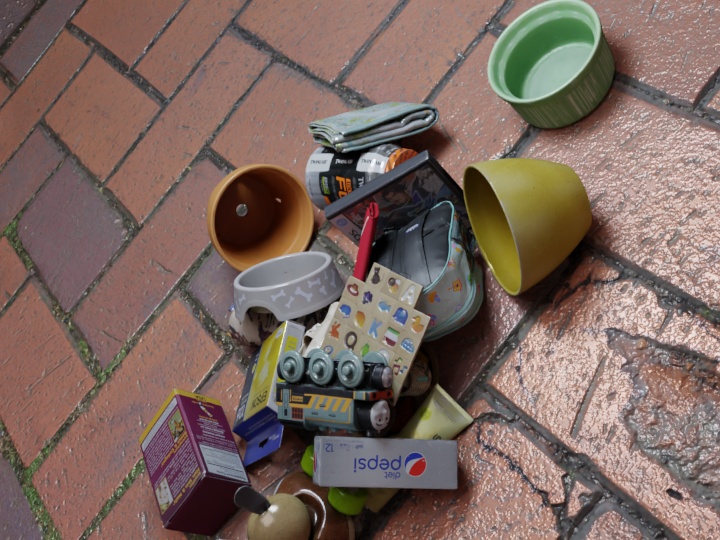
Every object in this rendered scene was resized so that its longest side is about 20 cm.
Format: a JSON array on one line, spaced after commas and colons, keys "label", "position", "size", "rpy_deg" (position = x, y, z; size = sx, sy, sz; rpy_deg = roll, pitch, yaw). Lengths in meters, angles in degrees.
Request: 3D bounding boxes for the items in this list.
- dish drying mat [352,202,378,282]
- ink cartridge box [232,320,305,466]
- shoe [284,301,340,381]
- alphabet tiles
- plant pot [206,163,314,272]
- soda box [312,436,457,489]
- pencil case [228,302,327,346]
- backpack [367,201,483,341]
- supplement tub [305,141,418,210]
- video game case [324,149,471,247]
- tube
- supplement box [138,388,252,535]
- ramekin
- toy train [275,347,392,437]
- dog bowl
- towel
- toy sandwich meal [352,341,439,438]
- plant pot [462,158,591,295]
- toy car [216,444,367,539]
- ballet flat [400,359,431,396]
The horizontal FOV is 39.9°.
[{"label": "dish drying mat", "position": [0.000, 0.000, 1.543], "size": [0.077, 0.018, 0.203], "rpy_deg": [-96, 17, -68]}, {"label": "ink cartridge box", "position": [-0.158, 0.206, 1.626], "size": [0.197, 0.046, 0.203], "rpy_deg": [-40, 32, 59]}, {"label": "shoe", "position": [-0.073, 0.126, 1.542], "size": [0.070, 0.053, 0.202], "rpy_deg": [-52, 13, 57]}, {"label": "alphabet tiles", "position": [0.016, 0.098, 1.430], "size": [0.165, 0.006, 0.203], "rpy_deg": [26, 94, 40]}, {"label": "plant pot", "position": [-0.200, -0.101, 1.838], "size": [0.201, 0.199, 0.140], "rpy_deg": [-56, 27, -5]}, {"label": "soda box", "position": [0.034, 0.267, 1.379], "size": [0.063, 0.196, 0.070], "rpy_deg": [144, 128, -76]}, {"label": "pencil case", "position": [-0.143, 0.091, 1.729], "size": [0.198, 0.077, 0.091], "rpy_deg": [0, 77, 40]}, {"label": "backpack", "position": [0.098, 0.020, 1.512], "size": [0.174, 0.154, 0.201], "rpy_deg": [-25, 25, 23]}, {"label": "supplement tub", "position": [0.009, -0.162, 1.737], "size": [0.198, 0.122, 0.124], "rpy_deg": [4, 65, 41]}, {"label": "video game case", "position": [0.071, -0.090, 1.595], "size": [0.198, 0.180, 0.026], "rpy_deg": [-27, 46, 23]}, {"label": "tube", "position": [0.072, 0.264, 1.456], "size": [0.200, 0.058, 0.052], "rpy_deg": [-47, 24, 2]}, {"label": "supplement box", "position": [-0.279, 0.318, 1.658], "size": [0.131, 0.102, 0.201], "rpy_deg": [-51, 42, 19]}, {"label": "ramekin", "position": [0.315, -0.331, 1.612], "size": [0.198, 0.098, 0.203], "rpy_deg": [-21, 51, 28]}, {"label": "toy train", "position": [-0.038, 0.171, 1.401], "size": [0.198, 0.085, 0.116], "rpy_deg": [0, 90, 36]}, {"label": "dog bowl", "position": [-0.127, 0.025, 1.694], "size": [0.197, 0.060, 0.200], "rpy_deg": [-12, 17, 4]}, {"label": "towel", "position": [0.019, -0.259, 1.746], "size": [0.197, 0.049, 0.171], "rpy_deg": [-17, 19, -16]}, {"label": "toy sandwich meal", "position": [0.030, 0.171, 1.538], "size": [0.203, 0.070, 0.208], "rpy_deg": [-21, 51, 28]}, {"label": "plant pot", "position": [0.254, -0.083, 1.455], "size": [0.140, 0.202, 0.201], "rpy_deg": [-21, 45, -7]}, {"label": "toy car", "position": [-0.118, 0.354, 1.415], "size": [0.158, 0.198, 0.166], "rpy_deg": [39, 112, 46]}, {"label": "ballet flat", "position": [0.008, 0.159, 1.470], "size": [0.197, 0.075, 0.069], "rpy_deg": [-5, 84, 32]}]
